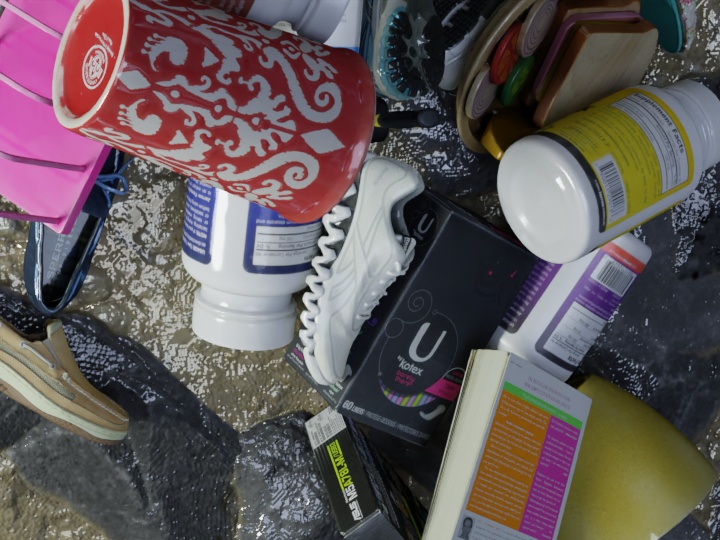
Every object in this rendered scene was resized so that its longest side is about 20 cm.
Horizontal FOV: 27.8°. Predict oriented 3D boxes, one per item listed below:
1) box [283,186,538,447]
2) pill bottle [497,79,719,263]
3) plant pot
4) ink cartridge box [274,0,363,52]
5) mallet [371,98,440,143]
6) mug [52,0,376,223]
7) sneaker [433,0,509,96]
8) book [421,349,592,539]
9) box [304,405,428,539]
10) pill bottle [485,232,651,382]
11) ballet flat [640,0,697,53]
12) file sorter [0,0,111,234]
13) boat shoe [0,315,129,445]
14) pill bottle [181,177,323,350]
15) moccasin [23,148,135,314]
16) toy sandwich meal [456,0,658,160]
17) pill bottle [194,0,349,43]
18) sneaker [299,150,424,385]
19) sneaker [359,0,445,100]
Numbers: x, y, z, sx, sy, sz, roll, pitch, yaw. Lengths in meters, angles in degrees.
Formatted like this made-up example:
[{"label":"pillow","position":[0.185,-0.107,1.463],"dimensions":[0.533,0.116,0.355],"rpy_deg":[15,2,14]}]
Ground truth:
[{"label":"box","position":[0.043,0.034,1.292],"dimensions":[0.122,0.106,0.201],"rpy_deg":[24,99,-39]},{"label":"pill bottle","position":[0.222,-0.092,1.245],"dimensions":[0.199,0.111,0.112],"rpy_deg":[-26,116,-30]},{"label":"plant pot","position":[0.215,0.185,1.382],"dimensions":[0.199,0.200,0.143],"rpy_deg":[-34,90,-4]},{"label":"ink cartridge box","position":[-0.073,-0.246,1.180],"dimensions":[0.144,0.084,0.202],"rpy_deg":[1,107,-14]},{"label":"mallet","position":[0.027,-0.124,1.198],"dimensions":[0.065,0.199,0.042],"rpy_deg":[-4,97,-27]},{"label":"mug","position":[-0.118,-0.121,1.043],"dimensions":[0.199,0.177,0.135],"rpy_deg":[16,77,-37]},{"label":"sneaker","position":[0.131,-0.233,1.272],"dimensions":[0.200,0.074,0.080],"rpy_deg":[-40,136,-1]},{"label":"book","position":[0.129,0.186,1.254],"dimensions":[0.133,0.048,0.202],"rpy_deg":[28,73,-36]},{"label":"box","position":[0.033,0.238,1.318],"dimensions":[0.047,0.200,0.194],"rpy_deg":[-33,116,3]},{"label":"pill bottle","position":[0.170,0.034,1.342],"dimensions":[0.111,0.111,0.201],"rpy_deg":[31,97,-24]},{"label":"ballet flat","position":[0.259,-0.287,1.285],"dimensions":[0.064,0.076,0.201],"rpy_deg":[-40,118,-10]},{"label":"file sorter","position":[-0.260,-0.152,1.099],"dimensions":[0.138,0.125,0.201],"rpy_deg":[31,99,19]},{"label":"boat shoe","position":[-0.273,0.077,1.241],"dimensions":[0.199,0.072,0.077],"rpy_deg":[33,84,-24]},{"label":"pill bottle","position":[-0.090,-0.042,1.228],"dimensions":[0.118,0.120,0.202],"rpy_deg":[2,107,-18]},{"label":"moccasin","position":[-0.230,-0.058,1.205],"dimensions":[0.080,0.068,0.202],"rpy_deg":[6,106,-19]},{"label":"toy sandwich meal","position":[0.167,-0.168,1.254],"dimensions":[0.204,0.070,0.206],"rpy_deg":[-35,150,-23]},{"label":"pill bottle","position":[-0.102,-0.244,1.068],"dimensions":[0.198,0.112,0.113],"rpy_deg":[22,101,-15]},{"label":"sneaker","position":[0.000,0.000,1.209],"dimensions":[0.080,0.075,0.202],"rpy_deg":[13,94,9]},{"label":"sneaker","position":[0.023,-0.241,1.221],"dimensions":[0.077,0.086,0.202],"rpy_deg":[13,81,-37]}]
